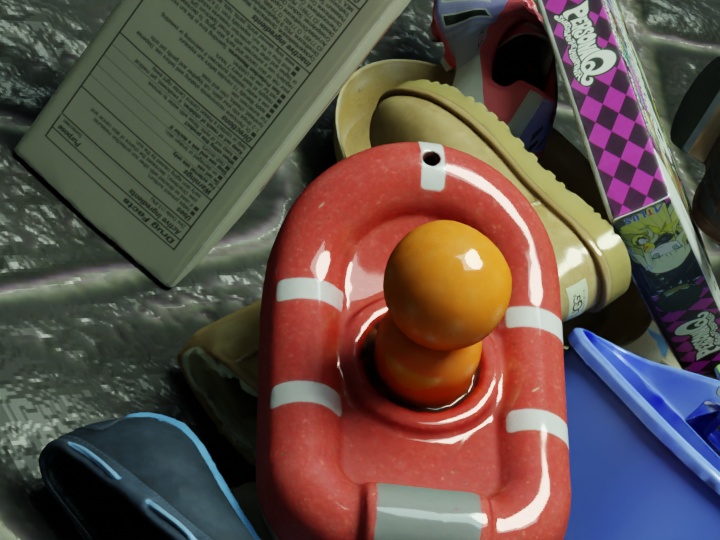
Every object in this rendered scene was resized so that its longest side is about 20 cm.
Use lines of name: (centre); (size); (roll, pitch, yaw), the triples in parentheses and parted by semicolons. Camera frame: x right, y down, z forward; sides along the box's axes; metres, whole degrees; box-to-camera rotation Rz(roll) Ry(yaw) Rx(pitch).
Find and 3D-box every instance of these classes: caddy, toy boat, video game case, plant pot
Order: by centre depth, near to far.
toy boat: (0.028, 0.027, 1.133); (0.130, 0.131, 0.201); (6, 53, -9)
caddy: (0.149, 0.101, 1.254); (0.141, 0.105, 0.200); (34, 8, -32)
video game case: (0.132, -0.071, 1.395); (0.181, 0.036, 0.201); (57, 16, -57)
plant pot: (0.065, -0.028, 1.430); (0.199, 0.028, 0.200); (26, 35, -19)

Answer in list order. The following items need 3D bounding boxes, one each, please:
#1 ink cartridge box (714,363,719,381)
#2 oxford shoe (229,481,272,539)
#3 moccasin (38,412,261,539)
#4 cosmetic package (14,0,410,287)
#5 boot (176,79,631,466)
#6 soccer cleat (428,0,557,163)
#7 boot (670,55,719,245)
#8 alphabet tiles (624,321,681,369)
ink cartridge box: (0.277, 0.030, 1.367); (0.068, 0.199, 0.117); (61, 5, 9)
oxford shoe: (0.030, 0.133, 1.181); (0.199, 0.074, 0.071); (28, 34, -18)
moccasin: (-0.067, 0.140, 1.090); (0.068, 0.081, 0.200); (-1, 36, -40)
cosmetic package: (-0.056, -0.104, 1.264); (0.103, 0.200, 0.087); (42, 31, 0)
boot: (0.000, 0.000, 1.274); (0.200, 0.066, 0.175); (-29, 47, -28)
soccer cleat: (0.077, -0.115, 1.452); (0.067, 0.077, 0.200); (29, 34, -16)
boot: (0.218, -0.043, 1.378); (0.097, 0.075, 0.200); (29, 20, -13)
alphabet tiles: (0.100, 0.007, 1.463); (0.195, 0.015, 0.200); (0, 50, -45)
